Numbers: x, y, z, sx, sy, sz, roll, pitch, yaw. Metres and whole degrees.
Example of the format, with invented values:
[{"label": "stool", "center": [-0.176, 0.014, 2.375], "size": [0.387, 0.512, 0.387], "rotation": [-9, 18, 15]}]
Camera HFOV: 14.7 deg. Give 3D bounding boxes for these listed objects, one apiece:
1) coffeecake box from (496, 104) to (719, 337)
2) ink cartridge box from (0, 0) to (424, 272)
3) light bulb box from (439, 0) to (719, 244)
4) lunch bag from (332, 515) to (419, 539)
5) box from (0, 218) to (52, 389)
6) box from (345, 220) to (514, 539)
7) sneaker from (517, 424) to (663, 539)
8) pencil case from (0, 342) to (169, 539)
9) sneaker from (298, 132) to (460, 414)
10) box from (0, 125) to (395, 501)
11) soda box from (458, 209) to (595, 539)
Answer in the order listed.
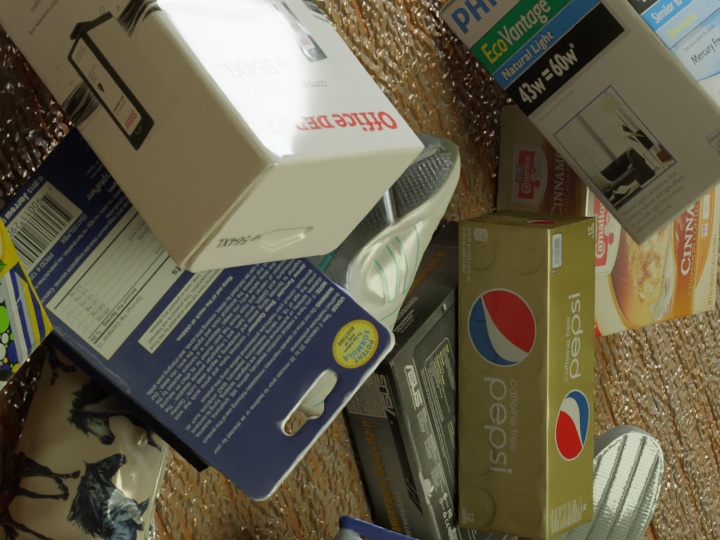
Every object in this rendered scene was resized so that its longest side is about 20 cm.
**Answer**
[{"label": "coffeecake box", "center": [0.174, -0.040, 1.930], "size": [0.200, 0.073, 0.154], "rotation": [-10, 105, -55]}, {"label": "ink cartridge box", "center": [-0.082, -0.105, 1.417], "size": [0.084, 0.200, 0.146], "rotation": [-47, 161, 28]}, {"label": "light bulb box", "center": [0.195, -0.160, 1.795], "size": [0.200, 0.125, 0.198], "rotation": [49, 44, 1]}, {"label": "lunch bag", "center": [0.007, 0.259, 1.668], "size": [0.200, 0.124, 0.170], "rotation": [112, -1, -69]}, {"label": "box", "center": [-0.223, -0.028, 1.336], "size": [0.070, 0.064, 0.200], "rotation": [-53, 137, -37]}, {"label": "box", "center": [0.060, 0.093, 1.803], "size": [0.158, 0.048, 0.200], "rotation": [-49, 134, -43]}, {"label": "sneaker", "center": [0.132, 0.187, 1.879], "size": [0.073, 0.071, 0.200], "rotation": [29, 95, -24]}, {"label": "pencil case", "center": [-0.129, 0.070, 1.475], "size": [0.078, 0.089, 0.200], "rotation": [124, -18, -75]}, {"label": "sneaker", "center": [0.000, 0.000, 1.688], "size": [0.200, 0.070, 0.080], "rotation": [-56, 148, -26]}, {"label": "box", "center": [-0.093, 0.015, 1.436], "size": [0.200, 0.032, 0.121], "rotation": [41, 72, -3]}, {"label": "soda box", "center": [0.105, 0.065, 1.760], "size": [0.064, 0.068, 0.200], "rotation": [-13, 106, -56]}]
